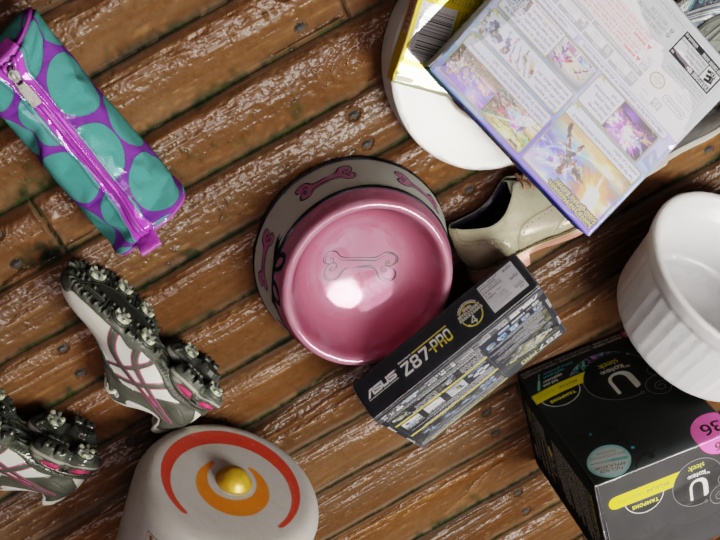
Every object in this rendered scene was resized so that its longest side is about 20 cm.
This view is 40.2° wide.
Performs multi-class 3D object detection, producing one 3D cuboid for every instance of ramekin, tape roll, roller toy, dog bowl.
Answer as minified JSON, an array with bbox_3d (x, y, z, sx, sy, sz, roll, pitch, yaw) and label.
[{"bbox_3d":[0.352,0.030,0.974,0.197,0.203,0.098,8,142,-19],"label":"ramekin"},{"bbox_3d":[0.118,-0.193,0.895,0.199,0.037,0.207,-6,115,-12],"label":"tape roll"},{"bbox_3d":[-0.136,0.245,0.935,0.179,0.201,0.142,13,119,-16],"label":"roller toy"},{"bbox_3d":[0.000,0.000,0.931,0.196,0.074,0.204,-6,115,-13],"label":"dog bowl"}]

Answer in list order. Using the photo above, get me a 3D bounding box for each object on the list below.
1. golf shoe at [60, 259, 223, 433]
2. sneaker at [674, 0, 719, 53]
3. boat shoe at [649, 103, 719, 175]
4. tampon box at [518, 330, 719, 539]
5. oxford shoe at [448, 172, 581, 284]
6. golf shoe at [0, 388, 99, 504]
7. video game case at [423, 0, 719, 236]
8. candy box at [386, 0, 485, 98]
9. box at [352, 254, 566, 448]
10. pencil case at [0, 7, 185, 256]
[{"bbox_3d":[-0.214,0.079,0.909,0.087,0.078,0.200,-35,118,11],"label":"golf shoe"},{"bbox_3d":[0.268,-0.204,0.922,0.199,0.077,0.087,-37,85,18],"label":"sneaker"},{"bbox_3d":[0.286,-0.133,0.927,0.198,0.067,0.058,-29,91,-36],"label":"boat shoe"},{"bbox_3d":[0.274,0.182,1.020,0.147,0.201,0.128,-21,119,-5],"label":"tampon box"},{"bbox_3d":[0.177,-0.067,0.952,0.199,0.071,0.074,-36,115,2],"label":"oxford shoe"},{"bbox_3d":[-0.340,0.158,0.902,0.198,0.078,0.088,31,111,-25],"label":"golf shoe"},{"bbox_3d":[0.183,-0.165,0.822,0.200,0.045,0.181,44,95,-11],"label":"video game case"},{"bbox_3d":[0.098,-0.246,0.829,0.100,0.026,0.203,10,111,-23],"label":"candy box"},{"bbox_3d":[0.104,0.086,0.970,0.199,0.049,0.161,-40,150,5],"label":"box"},{"bbox_3d":[-0.232,-0.108,0.805,0.085,0.093,0.201,-36,119,3],"label":"pencil case"}]
